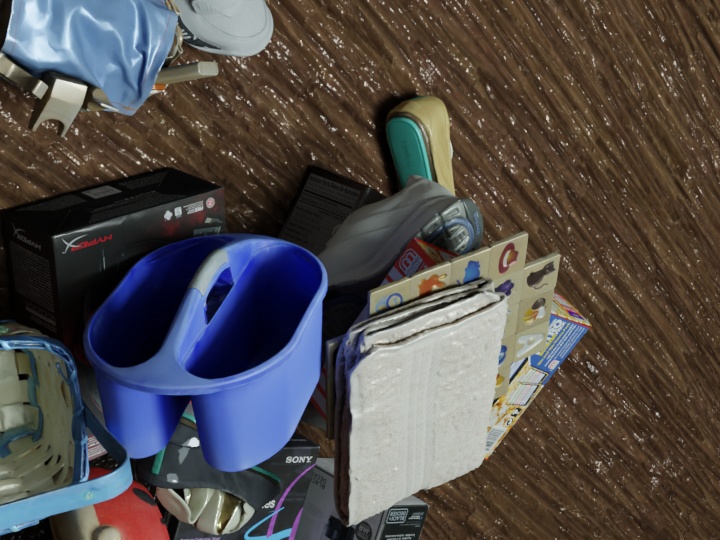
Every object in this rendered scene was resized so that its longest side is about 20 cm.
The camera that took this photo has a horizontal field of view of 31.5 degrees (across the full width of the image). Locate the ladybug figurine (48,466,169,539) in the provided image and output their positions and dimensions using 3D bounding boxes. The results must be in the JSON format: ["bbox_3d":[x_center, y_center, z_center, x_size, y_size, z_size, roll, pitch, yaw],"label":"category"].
[{"bbox_3d":[-0.182,0.206,0.940,0.072,0.200,0.137,-18,81,-18],"label":"ladybug figurine"}]

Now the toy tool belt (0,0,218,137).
[{"bbox_3d":[-0.199,-0.152,0.820,0.199,0.123,0.126,3,104,-44],"label":"toy tool belt"}]

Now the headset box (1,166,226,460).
[{"bbox_3d":[-0.175,0.040,0.955,0.148,0.075,0.201,-19,119,-39],"label":"headset box"}]

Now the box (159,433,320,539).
[{"bbox_3d":[-0.120,0.241,1.120,0.142,0.036,0.201,7,100,-45],"label":"box"}]

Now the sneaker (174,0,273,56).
[{"bbox_3d":[-0.103,-0.216,0.889,0.200,0.114,0.075,44,67,-44],"label":"sneaker"}]

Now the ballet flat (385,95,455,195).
[{"bbox_3d":[0.068,-0.064,1.161,0.063,0.068,0.201,-40,133,-44],"label":"ballet flat"}]

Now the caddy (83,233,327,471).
[{"bbox_3d":[-0.099,0.041,0.851,0.200,0.140,0.106,-65,158,-59],"label":"caddy"}]

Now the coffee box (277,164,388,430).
[{"bbox_3d":[-0.026,0.028,1.093,0.113,0.080,0.201,29,85,-46],"label":"coffee box"}]

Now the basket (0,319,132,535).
[{"bbox_3d":[-0.254,0.114,0.807,0.175,0.200,0.140,-14,118,-24],"label":"basket"}]

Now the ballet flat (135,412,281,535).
[{"bbox_3d":[-0.120,0.166,0.991,0.073,0.073,0.200,-56,154,-11],"label":"ballet flat"}]

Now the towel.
[{"bbox_3d":[0.043,0.101,0.946,0.132,0.035,0.201,-19,135,-22],"label":"towel"}]

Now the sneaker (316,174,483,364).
[{"bbox_3d":[0.000,0.000,1.000,0.199,0.087,0.075,-33,131,-9],"label":"sneaker"}]

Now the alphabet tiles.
[{"bbox_3d":[0.062,0.056,0.952,0.199,0.006,0.167,-20,135,-22],"label":"alphabet tiles"}]

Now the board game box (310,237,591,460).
[{"bbox_3d":[0.074,0.069,1.013,0.199,0.046,0.152,20,112,-46],"label":"board game box"}]

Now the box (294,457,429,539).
[{"bbox_3d":[-0.023,0.287,1.177,0.060,0.116,0.201,11,97,-48],"label":"box"}]
